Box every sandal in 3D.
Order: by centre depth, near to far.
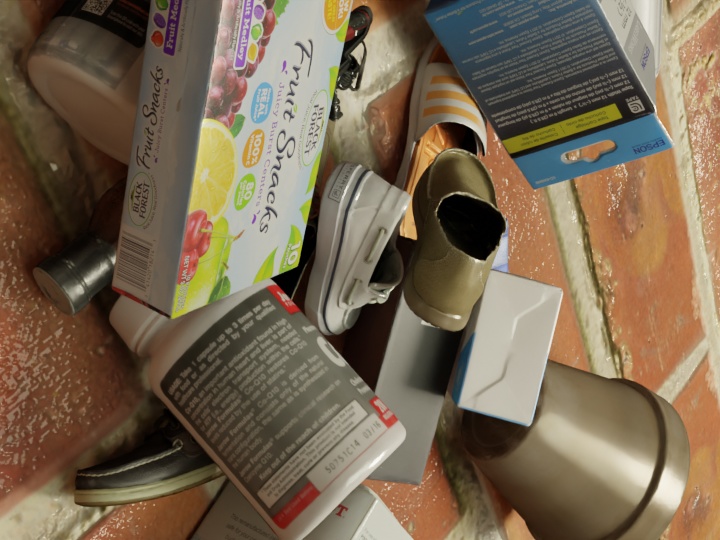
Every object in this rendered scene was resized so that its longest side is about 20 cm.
[{"bbox_3d":[0.082,-0.111,0.921,0.079,0.059,0.209,22,76,-43],"label":"sandal"}]

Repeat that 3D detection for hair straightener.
[{"bbox_3d":[-0.025,-0.155,0.774,0.200,0.040,0.078,-65,168,-66],"label":"hair straightener"}]

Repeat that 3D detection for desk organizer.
[{"bbox_3d":[0.031,0.072,0.881,0.071,0.077,0.203,12,96,-28],"label":"desk organizer"}]

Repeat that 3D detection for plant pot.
[{"bbox_3d":[0.201,0.174,1.041,0.173,0.199,0.202,34,74,-26],"label":"plant pot"}]

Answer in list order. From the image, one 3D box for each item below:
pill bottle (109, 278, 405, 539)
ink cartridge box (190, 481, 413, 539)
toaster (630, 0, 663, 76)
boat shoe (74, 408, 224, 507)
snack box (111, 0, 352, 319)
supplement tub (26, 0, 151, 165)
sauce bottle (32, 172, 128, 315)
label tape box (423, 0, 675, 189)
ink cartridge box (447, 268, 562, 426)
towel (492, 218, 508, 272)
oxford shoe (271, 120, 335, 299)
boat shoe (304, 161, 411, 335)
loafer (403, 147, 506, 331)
[{"bbox_3d":[-0.073,0.077,0.711,0.200,0.114,0.114,47,57,8],"label":"pill bottle"},{"bbox_3d":[-0.070,0.253,0.793,0.201,0.145,0.083,-55,132,-21],"label":"ink cartridge box"},{"bbox_3d":[0.216,-0.245,0.957,0.112,0.201,0.131,-13,120,-2],"label":"toaster"},{"bbox_3d":[-0.126,0.125,0.772,0.199,0.073,0.066,-12,92,-42],"label":"boat shoe"},{"bbox_3d":[-0.074,-0.087,0.621,0.142,0.053,0.202,-27,135,-59],"label":"snack box"},{"bbox_3d":[-0.114,-0.174,0.676,0.123,0.122,0.201,46,67,-40],"label":"supplement tub"},{"bbox_3d":[-0.140,-0.047,0.720,0.200,0.066,0.067,-42,126,-28],"label":"sauce bottle"},{"bbox_3d":[0.167,-0.178,0.879,0.201,0.142,0.066,51,44,-27],"label":"label tape box"},{"bbox_3d":[0.118,0.059,0.924,0.066,0.200,0.117,13,92,-2],"label":"ink cartridge box"},{"bbox_3d":[0.080,0.035,0.986,0.199,0.024,0.149,-17,111,-42],"label":"towel"},{"bbox_3d":[-0.048,-0.057,0.800,0.070,0.074,0.202,21,83,-44],"label":"oxford shoe"},{"bbox_3d":[0.000,0.000,0.802,0.201,0.066,0.074,94,21,-60],"label":"boat shoe"},{"bbox_3d":[0.082,-0.037,0.810,0.075,0.068,0.201,26,39,-14],"label":"loafer"}]
